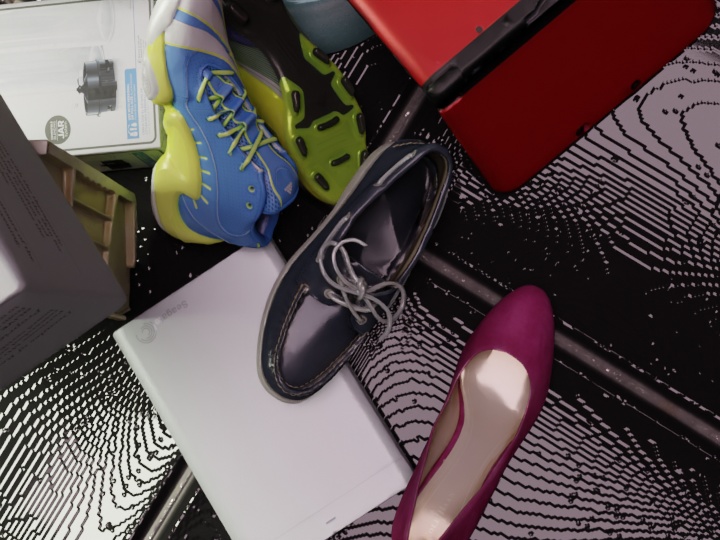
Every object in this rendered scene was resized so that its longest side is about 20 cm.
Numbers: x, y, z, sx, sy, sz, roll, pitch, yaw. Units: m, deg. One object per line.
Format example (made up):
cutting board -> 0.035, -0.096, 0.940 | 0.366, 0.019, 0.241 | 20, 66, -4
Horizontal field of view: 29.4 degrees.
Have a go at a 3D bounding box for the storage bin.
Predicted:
storage bin -> -0.267, -0.019, 0.904 | 0.198, 0.199, 0.095 | -1, 83, 7

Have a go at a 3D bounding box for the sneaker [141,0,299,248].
sneaker -> -0.083, -0.097, 0.902 | 0.104, 0.201, 0.076 | 20, 44, 17

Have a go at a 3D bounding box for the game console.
game console -> 0.112, -0.185, 0.916 | 0.200, 0.119, 0.173 | -40, 77, 2

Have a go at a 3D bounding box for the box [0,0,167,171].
box -> -0.232, -0.128, 0.980 | 0.198, 0.060, 0.118 | -3, 84, 8

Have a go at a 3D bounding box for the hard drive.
hard drive -> -0.067, 0.094, 0.954 | 0.131, 0.026, 0.201 | -33, 82, 3

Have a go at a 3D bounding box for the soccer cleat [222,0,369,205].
soccer cleat -> -0.060, -0.136, 0.955 | 0.065, 0.084, 0.201 | -37, 104, -22

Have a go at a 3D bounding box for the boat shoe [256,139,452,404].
boat shoe -> 0.000, 0.000, 0.917 | 0.075, 0.062, 0.201 | 40, 77, -18

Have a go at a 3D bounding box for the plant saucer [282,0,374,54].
plant saucer -> -0.044, -0.255, 0.980 | 0.198, 0.036, 0.202 | -1, 85, 7

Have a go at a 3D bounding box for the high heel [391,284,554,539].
high heel -> 0.075, 0.100, 0.898 | 0.067, 0.096, 0.201 | 29, 89, 10

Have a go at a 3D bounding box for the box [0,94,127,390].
box -> -0.271, -0.013, 0.719 | 0.199, 0.171, 0.200 | -35, 84, 5
